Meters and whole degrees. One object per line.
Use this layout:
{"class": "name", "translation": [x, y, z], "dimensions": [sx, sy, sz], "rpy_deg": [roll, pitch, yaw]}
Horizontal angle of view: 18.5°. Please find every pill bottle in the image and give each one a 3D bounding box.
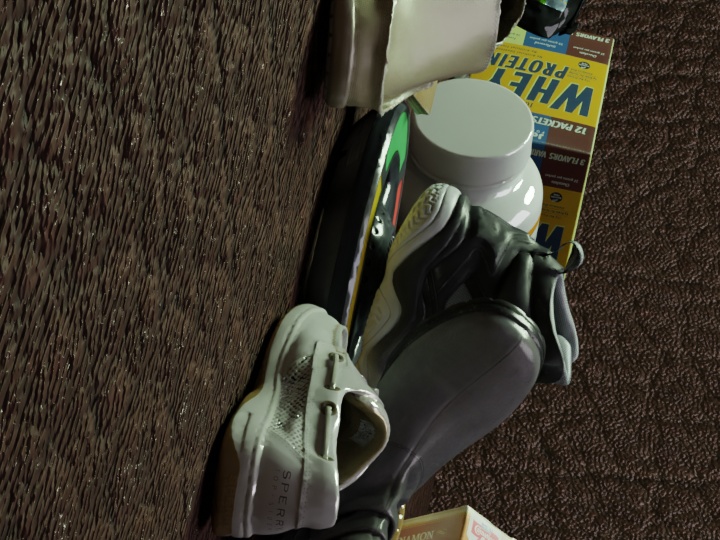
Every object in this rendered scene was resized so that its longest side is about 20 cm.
{"class": "pill bottle", "translation": [0.066, -0.029, 1.521], "dimensions": [0.111, 0.110, 0.201], "rpy_deg": [-73, 172, -46]}

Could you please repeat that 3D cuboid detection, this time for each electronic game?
{"class": "electronic game", "translation": [0.000, 0.000, 1.265], "dimensions": [0.200, 0.041, 0.201], "rpy_deg": [11, 90, -84]}

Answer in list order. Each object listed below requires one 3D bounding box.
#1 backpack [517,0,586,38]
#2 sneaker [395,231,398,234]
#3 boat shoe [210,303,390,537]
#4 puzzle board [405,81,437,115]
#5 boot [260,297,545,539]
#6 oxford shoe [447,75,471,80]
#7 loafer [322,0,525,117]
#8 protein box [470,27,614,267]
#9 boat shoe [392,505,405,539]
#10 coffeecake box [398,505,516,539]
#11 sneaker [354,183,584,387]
{"class": "backpack", "translation": [0.181, -0.335, 2.011], "dimensions": [0.200, 0.153, 0.163], "rpy_deg": [-56, -178, 24]}
{"class": "sneaker", "translation": [0.016, 0.057, 1.459], "dimensions": [0.106, 0.074, 0.201], "rpy_deg": [-74, -176, -81]}
{"class": "boat shoe", "translation": [-0.020, 0.076, 1.067], "dimensions": [0.200, 0.069, 0.071], "rpy_deg": [-69, 167, -66]}
{"class": "puzzle board", "translation": [0.037, -0.202, 1.231], "dimensions": [0.151, 0.017, 0.201], "rpy_deg": [41, 59, -71]}
{"class": "boot", "translation": [0.014, 0.111, 1.106], "dimensions": [0.200, 0.070, 0.132], "rpy_deg": [-45, -164, 32]}
{"class": "oxford shoe", "translation": [0.076, -0.056, 1.730], "dimensions": [0.073, 0.084, 0.201], "rpy_deg": [51, 49, -81]}
{"class": "loafer", "translation": [0.035, -0.129, 1.110], "dimensions": [0.200, 0.068, 0.076], "rpy_deg": [-50, 148, -61]}
{"class": "protein box", "translation": [0.162, -0.113, 2.218], "dimensions": [0.200, 0.134, 0.199], "rpy_deg": [-73, 173, -49]}
{"class": "boat shoe", "translation": [-0.025, 0.183, 1.310], "dimensions": [0.069, 0.073, 0.201], "rpy_deg": [128, -20, -56]}
{"class": "coffeecake box", "translation": [0.011, 0.256, 1.329], "dimensions": [0.073, 0.153, 0.201], "rpy_deg": [39, 50, -32]}
{"class": "sneaker", "translation": [0.056, 0.061, 1.222], "dimensions": [0.075, 0.113, 0.201], "rpy_deg": [-33, 141, -74]}
